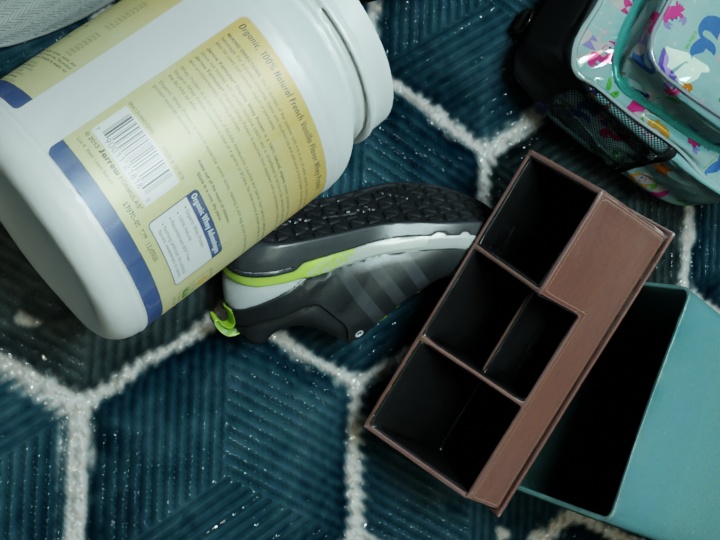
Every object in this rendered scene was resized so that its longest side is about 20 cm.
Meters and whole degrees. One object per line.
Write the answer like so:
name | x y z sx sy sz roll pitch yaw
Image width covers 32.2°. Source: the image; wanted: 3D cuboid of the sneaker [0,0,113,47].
sneaker | -0.156 -0.213 0.678 0.199 0.074 0.116 -34 84 -9

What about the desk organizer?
desk organizer | 0.092 0.037 0.749 0.077 0.072 0.202 25 99 -43

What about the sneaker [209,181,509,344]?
sneaker | 0.000 0.000 0.762 0.197 0.072 0.084 -7 118 -24

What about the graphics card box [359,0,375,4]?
graphics card box | -0.021 -0.259 0.742 0.124 0.051 0.203 -22 99 -24

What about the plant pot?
plant pot | 0.200 0.109 0.813 0.199 0.141 0.143 28 80 -32

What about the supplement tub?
supplement tub | -0.094 -0.075 0.660 0.199 0.144 0.145 -38 106 -19

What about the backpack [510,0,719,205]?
backpack | 0.224 -0.141 0.814 0.199 0.150 0.179 37 75 -26
